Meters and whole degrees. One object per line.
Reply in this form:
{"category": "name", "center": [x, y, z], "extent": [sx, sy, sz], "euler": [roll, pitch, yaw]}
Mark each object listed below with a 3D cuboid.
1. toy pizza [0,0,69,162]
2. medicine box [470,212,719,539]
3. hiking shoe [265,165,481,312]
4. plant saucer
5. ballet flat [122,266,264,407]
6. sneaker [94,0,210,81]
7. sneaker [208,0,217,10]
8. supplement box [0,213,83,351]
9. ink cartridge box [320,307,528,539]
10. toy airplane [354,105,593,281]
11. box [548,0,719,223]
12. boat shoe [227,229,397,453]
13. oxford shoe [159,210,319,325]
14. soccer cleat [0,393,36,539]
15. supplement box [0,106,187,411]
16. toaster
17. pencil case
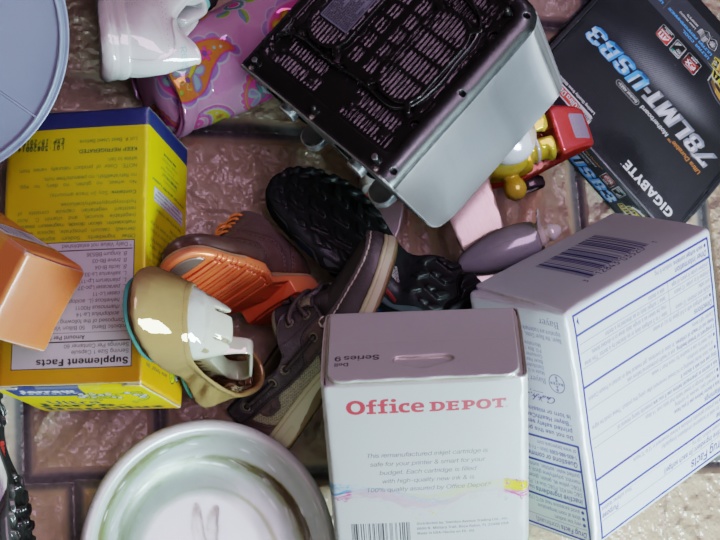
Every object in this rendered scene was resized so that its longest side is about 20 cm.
{"category": "toy pizza", "center": [-0.294, -0.159, 1.077], "extent": [0.198, 0.032, 0.203], "euler": [-3, 103, -11]}
{"category": "medicine box", "center": [0.194, 0.082, 1.286], "extent": [0.181, 0.102, 0.202], "euler": [-26, 115, -37]}
{"category": "hiking shoe", "center": [0.000, 0.000, 1.290], "extent": [0.199, 0.087, 0.075], "euler": [37, 54, 0]}
{"category": "plant saucer", "center": [-0.117, 0.215, 1.210], "extent": [0.198, 0.050, 0.203], "euler": [6, 75, -22]}
{"category": "ballet flat", "center": [-0.110, 0.045, 1.136], "extent": [0.062, 0.200, 0.070], "euler": [-2, 72, 9]}
{"category": "sneaker", "center": [-0.160, -0.217, 1.242], "extent": [0.087, 0.076, 0.202], "euler": [-2, 50, -10]}
{"category": "sneaker", "center": [-0.096, -0.299, 1.326], "extent": [0.079, 0.075, 0.202], "euler": [19, 71, -20]}
{"category": "supplement box", "center": [-0.286, -0.021, 1.118], "extent": [0.069, 0.199, 0.067], "euler": [22, 97, -57]}
{"category": "ink cartridge box", "center": [0.049, 0.132, 1.181], "extent": [0.143, 0.202, 0.088], "euler": [-3, 36, 2]}
{"category": "toy airplane", "center": [0.087, -0.095, 1.318], "extent": [0.199, 0.141, 0.201], "euler": [32, 68, -13]}
{"category": "box", "center": [0.260, -0.159, 1.457], "extent": [0.200, 0.050, 0.199], "euler": [47, 64, -6]}
{"category": "boat shoe", "center": [-0.039, 0.050, 1.223], "extent": [0.065, 0.202, 0.072], "euler": [27, 24, -7]}
{"category": "oxford shoe", "center": [-0.099, -0.007, 1.218], "extent": [0.071, 0.200, 0.074], "euler": [-29, 72, 15]}
{"category": "soccer cleat", "center": [-0.283, 0.149, 1.157], "extent": [0.072, 0.068, 0.202], "euler": [-14, 87, -1]}
{"category": "supplement box", "center": [-0.192, -0.005, 1.178], "extent": [0.107, 0.110, 0.203], "euler": [-2, 77, 9]}
{"category": "toaster", "center": [0.038, -0.160, 1.232], "extent": [0.180, 0.119, 0.200], "euler": [39, 86, 30]}
{"category": "pencil case", "center": [-0.088, -0.180, 1.299], "extent": [0.199, 0.087, 0.088], "euler": [-31, 91, -26]}
